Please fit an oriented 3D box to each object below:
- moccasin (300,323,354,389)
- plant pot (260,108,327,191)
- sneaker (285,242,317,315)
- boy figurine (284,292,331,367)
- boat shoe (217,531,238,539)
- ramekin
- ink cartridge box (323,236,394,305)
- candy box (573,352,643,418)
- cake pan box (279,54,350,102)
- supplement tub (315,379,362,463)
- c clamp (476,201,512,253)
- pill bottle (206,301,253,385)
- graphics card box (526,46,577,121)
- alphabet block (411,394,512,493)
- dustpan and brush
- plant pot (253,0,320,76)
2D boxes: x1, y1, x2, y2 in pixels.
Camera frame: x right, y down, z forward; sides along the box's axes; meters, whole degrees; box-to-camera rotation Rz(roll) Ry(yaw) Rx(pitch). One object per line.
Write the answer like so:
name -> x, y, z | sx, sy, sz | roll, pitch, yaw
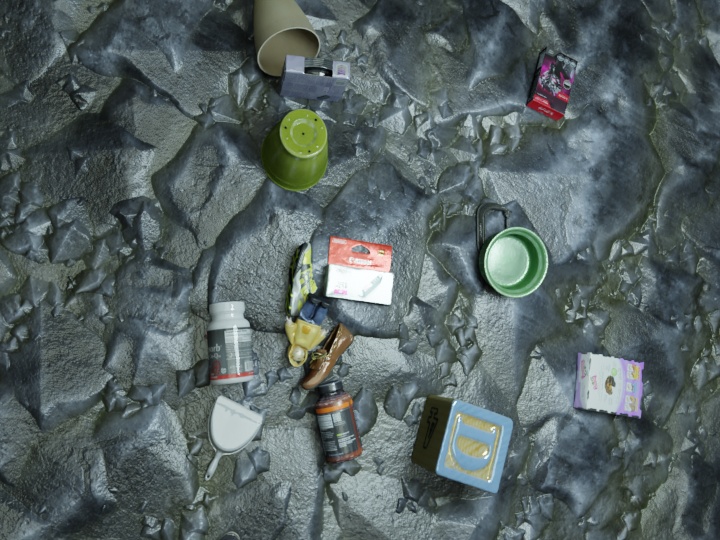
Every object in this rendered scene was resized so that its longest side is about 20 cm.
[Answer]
moccasin -> -0.099, 0.234, 1.640 | 0.078, 0.073, 0.202 | 45, 74, -19
plant pot -> -0.167, -0.342, 1.643 | 0.194, 0.193, 0.207 | 2, 82, -14
sneaker -> -0.158, 0.025, 1.666 | 0.074, 0.075, 0.206 | 10, 90, -20
boy figurine -> -0.152, 0.163, 1.620 | 0.122, 0.064, 0.204 | 24, 97, -15
boat shoe -> -0.384, 0.747, 1.510 | 0.199, 0.063, 0.073 | -43, 94, -15
ramekin -> 0.447, -0.026, 1.790 | 0.194, 0.098, 0.207 | 0, 93, -6
ink cartridge box -> 0.000, 0.000, 1.719 | 0.194, 0.043, 0.179 | 8, 82, -13
candy box -> 0.765, 0.352, 1.853 | 0.194, 0.071, 0.173 | 11, 80, -13
cake pan box -> -0.131, -0.531, 1.674 | 0.178, 0.200, 0.054 | 1, 87, -12
supplement tub -> -0.062, 0.402, 1.616 | 0.104, 0.107, 0.206 | -11, 85, -15
c clamp -> 0.433, -0.112, 1.856 | 0.166, 0.027, 0.207 | -4, 85, -10
pill bottle -> -0.341, 0.189, 1.568 | 0.112, 0.116, 0.206 | -4, 83, -14
graphics card box -> 0.623, -0.608, 1.955 | 0.123, 0.051, 0.205 | 20, 77, -11
alphabet block -> 0.274, 0.467, 1.646 | 0.191, 0.200, 0.201 | 22, 78, -9
dustpan and brush -> -0.356, 0.449, 1.569 | 0.137, 0.057, 0.204 | 27, 70, -8
plant pot -> -0.227, -0.694, 1.696 | 0.182, 0.188, 0.205 | -14, 72, -15
